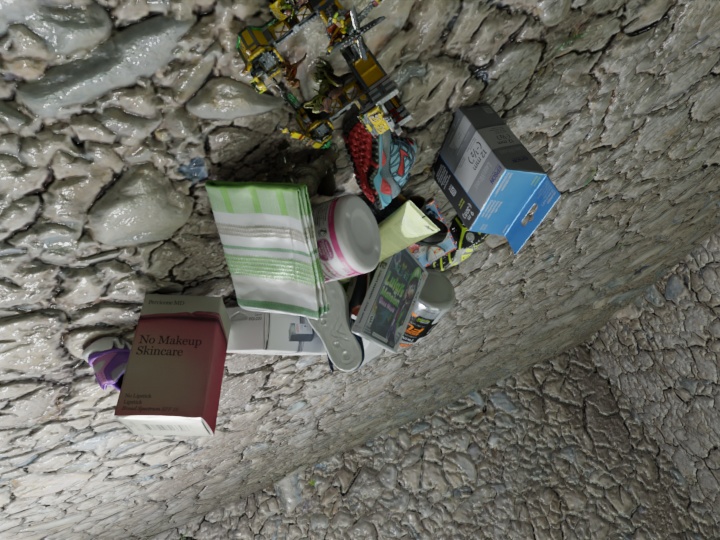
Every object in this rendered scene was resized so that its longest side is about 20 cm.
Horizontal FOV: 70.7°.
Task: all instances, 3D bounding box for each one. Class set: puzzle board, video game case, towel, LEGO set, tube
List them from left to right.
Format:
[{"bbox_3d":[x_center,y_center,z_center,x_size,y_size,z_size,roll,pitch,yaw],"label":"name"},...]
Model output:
[{"bbox_3d":[-0.126,-0.024,0.687,0.149,0.031,0.200,4,124,18],"label":"towel"},{"bbox_3d":[-0.030,-0.199,0.561,0.154,0.116,0.200,-29,153,2],"label":"LEGO set"},{"bbox_3d":[0.032,-0.045,0.852,0.200,0.052,0.058,-31,164,35],"label":"tube"},{"bbox_3d":[0.063,0.054,0.957,0.182,0.023,0.200,-67,152,-9],"label":"video game case"},{"bbox_3d":[0.088,-0.038,1.019,0.200,0.017,0.151,-31,134,6],"label":"puzzle board"}]

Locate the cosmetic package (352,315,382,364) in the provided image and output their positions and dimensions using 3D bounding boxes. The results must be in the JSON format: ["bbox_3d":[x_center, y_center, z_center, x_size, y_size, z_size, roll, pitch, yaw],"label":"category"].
[{"bbox_3d":[0.020,0.136,1.143,0.102,0.074,0.200,-28,154,-36],"label":"cosmetic package"}]

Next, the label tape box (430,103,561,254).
[{"bbox_3d":[0.202,-0.138,0.798,0.066,0.200,0.143,-13,150,-23],"label":"label tape box"}]

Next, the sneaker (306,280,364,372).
[{"bbox_3d":[-0.050,0.093,0.954,0.080,0.201,0.146,-22,175,-2],"label":"sneaker"}]

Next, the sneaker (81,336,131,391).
[{"bbox_3d":[-0.397,0.181,0.916,0.080,0.089,0.200,-37,153,15],"label":"sneaker"}]

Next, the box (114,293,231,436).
[{"bbox_3d":[-0.288,0.150,0.807,0.127,0.201,0.109,2,148,-4],"label":"box"}]

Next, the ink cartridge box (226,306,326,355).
[{"bbox_3d":[-0.161,0.119,0.975,0.145,0.085,0.200,-7,165,33],"label":"ink cartridge box"}]

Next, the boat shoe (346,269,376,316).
[{"bbox_3d":[0.000,0.000,0.960,0.071,0.062,0.201,-52,152,-56],"label":"boat shoe"}]

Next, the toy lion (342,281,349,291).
[{"bbox_3d":[-0.011,0.078,1.143,0.191,0.069,0.200,-22,153,-29],"label":"toy lion"}]

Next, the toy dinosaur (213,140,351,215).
[{"bbox_3d":[-0.107,-0.108,0.699,0.200,0.077,0.102,-35,140,4],"label":"toy dinosaur"}]

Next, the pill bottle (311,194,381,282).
[{"bbox_3d":[-0.080,-0.032,0.755,0.200,0.114,0.113,-14,162,29],"label":"pill bottle"}]

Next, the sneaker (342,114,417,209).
[{"bbox_3d":[0.035,-0.175,0.738,0.095,0.079,0.200,-39,161,-9],"label":"sneaker"}]

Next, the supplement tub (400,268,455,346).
[{"bbox_3d":[0.135,0.096,1.236,0.122,0.123,0.200,-11,148,-31],"label":"supplement tub"}]

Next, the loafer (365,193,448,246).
[{"bbox_3d":[0.094,-0.096,0.898,0.200,0.073,0.072,11,128,-42],"label":"loafer"}]

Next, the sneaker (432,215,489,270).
[{"bbox_3d":[0.230,-0.074,1.096,0.076,0.076,0.200,-16,162,-39],"label":"sneaker"}]
